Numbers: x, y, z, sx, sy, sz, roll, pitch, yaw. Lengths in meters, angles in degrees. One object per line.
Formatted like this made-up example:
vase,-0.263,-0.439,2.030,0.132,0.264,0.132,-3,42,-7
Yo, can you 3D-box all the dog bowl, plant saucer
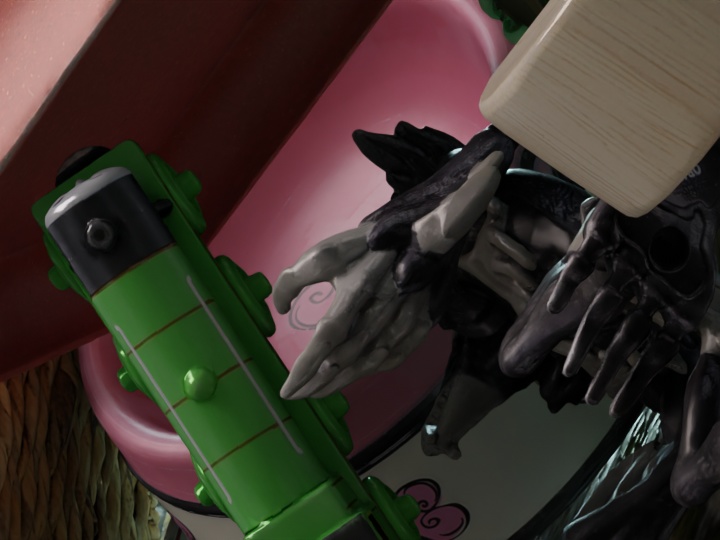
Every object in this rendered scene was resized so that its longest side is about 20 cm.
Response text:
dog bowl,0.000,0.000,0.880,0.200,0.074,0.200,-29,40,28
plant saucer,-0.052,-0.053,0.748,0.200,0.037,0.200,-51,-10,24

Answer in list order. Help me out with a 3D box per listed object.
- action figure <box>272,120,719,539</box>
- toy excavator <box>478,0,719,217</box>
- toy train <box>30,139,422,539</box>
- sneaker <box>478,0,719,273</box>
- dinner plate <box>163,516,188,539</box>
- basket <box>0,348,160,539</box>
action figure,0.040,0.021,0.649,0.102,0.119,0.200,-48,9,-9
toy excavator,0.098,-0.112,0.580,0.200,0.100,0.194,-56,5,13
toy train,-0.011,0.056,0.666,0.042,0.200,0.056,-35,-2,5
sneaker,0.057,-0.074,0.698,0.077,0.088,0.200,-58,-40,-39
dinner plate,-0.019,0.075,1.045,0.200,0.024,0.200,-44,-30,-35
basket,-0.153,0.078,0.958,0.149,0.142,0.201,-30,-53,-66
